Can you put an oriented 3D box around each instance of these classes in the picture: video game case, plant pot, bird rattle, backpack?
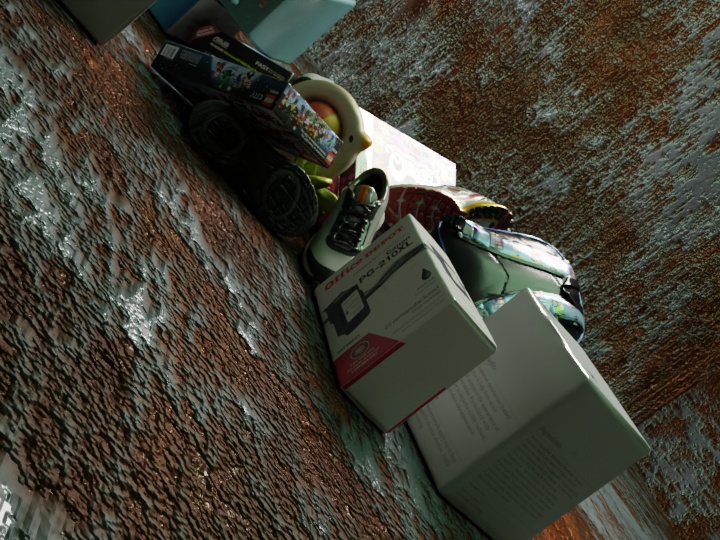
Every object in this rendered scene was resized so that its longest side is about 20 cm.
[{"bbox_3d":[0.054,-0.105,1.445,0.199,0.036,0.183,25,56,-36],"label":"video game case"},{"bbox_3d":[-0.123,-0.388,1.463,0.142,0.141,0.200,52,18,0],"label":"plant pot"},{"bbox_3d":[-0.075,-0.172,1.342,0.201,0.162,0.113,60,8,18],"label":"bird rattle"},{"bbox_3d":[0.171,0.040,1.301,0.198,0.135,0.184,9,55,-23],"label":"backpack"}]

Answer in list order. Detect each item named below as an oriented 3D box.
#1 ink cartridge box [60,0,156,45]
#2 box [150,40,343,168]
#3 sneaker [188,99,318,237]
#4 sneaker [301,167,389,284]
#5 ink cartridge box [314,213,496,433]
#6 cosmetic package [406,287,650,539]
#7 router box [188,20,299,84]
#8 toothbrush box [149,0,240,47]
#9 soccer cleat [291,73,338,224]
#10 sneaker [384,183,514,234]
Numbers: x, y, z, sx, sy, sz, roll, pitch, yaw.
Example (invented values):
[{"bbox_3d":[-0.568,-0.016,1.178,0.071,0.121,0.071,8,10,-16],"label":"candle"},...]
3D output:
[{"bbox_3d":[-0.267,-0.361,1.128,0.145,0.144,0.200,48,9,-24],"label":"ink cartridge box"},{"bbox_3d":[-0.131,-0.192,1.212,0.199,0.038,0.137,25,-10,33],"label":"box"},{"bbox_3d":[-0.120,-0.124,1.206,0.200,0.076,0.091,52,0,-25],"label":"sneaker"},{"bbox_3d":[-0.015,-0.053,1.252,0.073,0.080,0.201,23,42,1],"label":"sneaker"},{"bbox_3d":[0.040,0.050,1.100,0.084,0.144,0.200,47,11,-28],"label":"ink cartridge box"},{"bbox_3d":[0.177,0.166,1.167,0.165,0.200,0.165,45,12,-37],"label":"cosmetic package"},{"bbox_3d":[-0.147,-0.273,1.488,0.149,0.062,0.200,33,6,8],"label":"router box"},{"bbox_3d":[-0.273,-0.423,1.514,0.201,0.085,0.146,56,10,12],"label":"toothbrush box"},{"bbox_3d":[-0.051,-0.165,1.416,0.086,0.069,0.202,-21,110,-59],"label":"soccer cleat"},{"bbox_3d":[0.106,-0.077,1.415,0.199,0.078,0.082,11,19,-30],"label":"sneaker"}]
